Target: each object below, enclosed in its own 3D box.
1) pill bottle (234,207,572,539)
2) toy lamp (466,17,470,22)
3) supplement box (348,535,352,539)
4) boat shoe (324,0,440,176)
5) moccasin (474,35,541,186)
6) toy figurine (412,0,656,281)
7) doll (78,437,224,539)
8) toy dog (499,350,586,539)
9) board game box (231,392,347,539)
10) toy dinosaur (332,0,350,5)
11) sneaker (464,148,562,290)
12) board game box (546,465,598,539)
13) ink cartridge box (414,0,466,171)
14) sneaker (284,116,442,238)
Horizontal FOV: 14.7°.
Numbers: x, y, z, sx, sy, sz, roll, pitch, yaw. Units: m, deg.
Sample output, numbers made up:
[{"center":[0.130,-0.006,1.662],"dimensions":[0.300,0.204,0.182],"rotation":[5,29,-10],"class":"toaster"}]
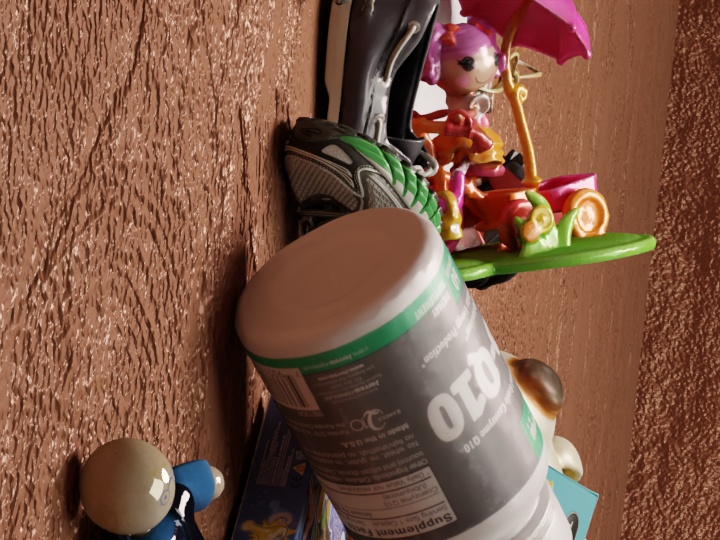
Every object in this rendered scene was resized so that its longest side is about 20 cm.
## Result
[{"center":[0.027,0.077,1.422],"dimensions":[0.200,0.113,0.113],"rotation":[62,26,-28],"class":"pill bottle"},{"center":[0.066,-0.241,1.835],"dimensions":[0.058,0.058,0.200],"rotation":[23,70,-79],"class":"toy lamp"},{"center":[0.046,0.224,1.766],"dimensions":[0.126,0.073,0.200],"rotation":[-48,145,-44],"class":"supplement box"},{"center":[0.012,-0.066,1.587],"dimensions":[0.073,0.063,0.200],"rotation":[-58,151,-74],"class":"boat shoe"},{"center":[0.083,-0.156,1.894],"dimensions":[0.074,0.078,0.201],"rotation":[48,47,-76],"class":"moccasin"},{"center":[0.075,-0.092,1.686],"dimensions":[0.200,0.150,0.184],"rotation":[-11,95,-37],"class":"toy figurine"},{"center":[-0.083,0.140,1.200],"dimensions":[0.200,0.048,0.136],"rotation":[73,32,-46],"class":"doll"},{"center":[0.085,0.152,1.900],"dimensions":[0.194,0.139,0.200],"rotation":[-58,138,-77],"class":"toy dog"},{"center":[-0.044,0.182,1.454],"dimensions":[0.135,0.034,0.200],"rotation":[84,14,-45],"class":"board game box"},{"center":[0.007,-0.193,1.466],"dimensions":[0.200,0.102,0.136],"rotation":[-109,-148,-59],"class":"toy dinosaur"},{"center":[0.085,-0.037,1.976],"dimensions":[0.098,0.071,0.200],"rotation":[-52,-169,0],"class":"sneaker"},{"center":[0.062,0.174,1.637],"dimensions":[0.200,0.047,0.151],"rotation":[35,70,-58],"class":"board game box"},{"center":[0.030,-0.116,1.715],"dimensions":[0.200,0.057,0.163],"rotation":[-67,159,-73],"class":"ink cartridge box"},{"center":[0.000,0.000,1.518],"dimensions":[0.085,0.078,0.200],"rotation":[-46,136,-27],"class":"sneaker"}]
